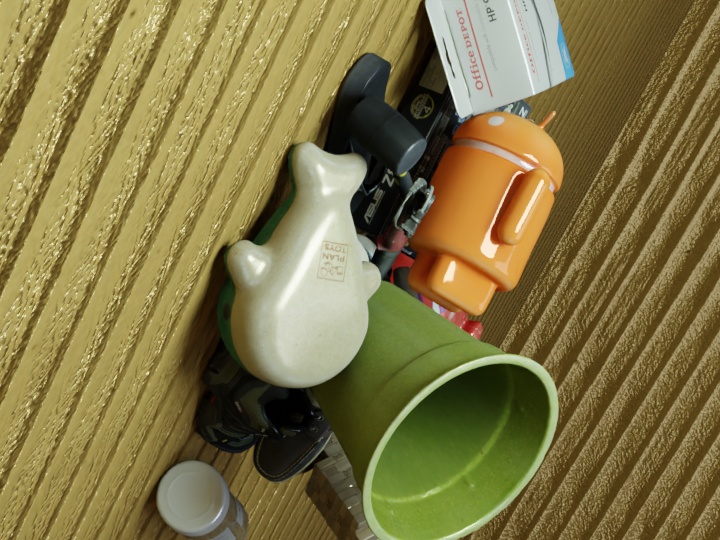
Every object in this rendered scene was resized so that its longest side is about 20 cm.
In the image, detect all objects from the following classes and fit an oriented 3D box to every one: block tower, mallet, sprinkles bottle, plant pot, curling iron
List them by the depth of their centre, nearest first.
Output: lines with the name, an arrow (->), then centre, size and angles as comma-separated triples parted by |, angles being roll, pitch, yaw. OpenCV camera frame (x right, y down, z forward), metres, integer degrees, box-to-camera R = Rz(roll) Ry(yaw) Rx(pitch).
mallet -> 0.040, -0.085, 1.243 | 0.041, 0.066, 0.200 | -46, 156, -5
plant pot -> 0.041, 0.108, 1.262 | 0.198, 0.190, 0.202 | -18, 129, -24
curling iron -> 0.025, -0.021, 1.285 | 0.050, 0.025, 0.200 | -59, 180, -31
sprinkles bottle -> -0.155, 0.241, 1.425 | 0.069, 0.068, 0.200 | -55, 168, -14
block tower -> -0.037, 0.196, 1.465 | 0.057, 0.200, 0.054 | -21, 147, -34

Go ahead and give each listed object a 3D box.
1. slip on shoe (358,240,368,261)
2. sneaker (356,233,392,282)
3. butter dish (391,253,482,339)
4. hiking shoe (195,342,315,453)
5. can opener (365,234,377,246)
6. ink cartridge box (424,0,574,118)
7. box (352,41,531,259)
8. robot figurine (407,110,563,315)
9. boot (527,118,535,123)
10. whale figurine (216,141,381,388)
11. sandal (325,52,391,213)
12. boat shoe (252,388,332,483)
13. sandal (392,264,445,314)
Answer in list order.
slip on shoe -> -0.043, 0.016, 1.328 | 0.061, 0.075, 0.200 | -61, 177, -24
sneaker -> 0.000, 0.000, 1.445 | 0.072, 0.072, 0.200 | -40, 170, -14
butter dish -> 0.079, 0.046, 1.707 | 0.201, 0.147, 0.199 | -61, 167, 15
hiking shoe -> -0.095, 0.134, 1.326 | 0.076, 0.100, 0.201 | -51, 166, -25
can opener -> 0.072, -0.094, 1.508 | 0.200, 0.066, 0.054 | -53, 137, -40
ink cartridge box -> 0.135, -0.218, 1.342 | 0.067, 0.117, 0.200 | -15, -172, 25
box -> 0.085, -0.108, 1.434 | 0.161, 0.049, 0.202 | 25, 91, -55
robot figurine -> 0.116, -0.061, 1.327 | 0.202, 0.116, 0.144 | -64, 166, -8
boot -> 0.149, -0.126, 1.653 | 0.156, 0.076, 0.200 | -54, 179, 37
whale figurine -> -0.055, -0.006, 1.191 | 0.158, 0.103, 0.202 | 7, 95, -39
sandal -> -0.001, -0.106, 1.261 | 0.076, 0.043, 0.201 | -52, 166, -28
boat shoe -> -0.044, 0.122, 1.402 | 0.202, 0.072, 0.066 | -53, 171, 4
sandal -> 0.062, 0.030, 1.449 | 0.203, 0.049, 0.083 | -103, -174, -78
